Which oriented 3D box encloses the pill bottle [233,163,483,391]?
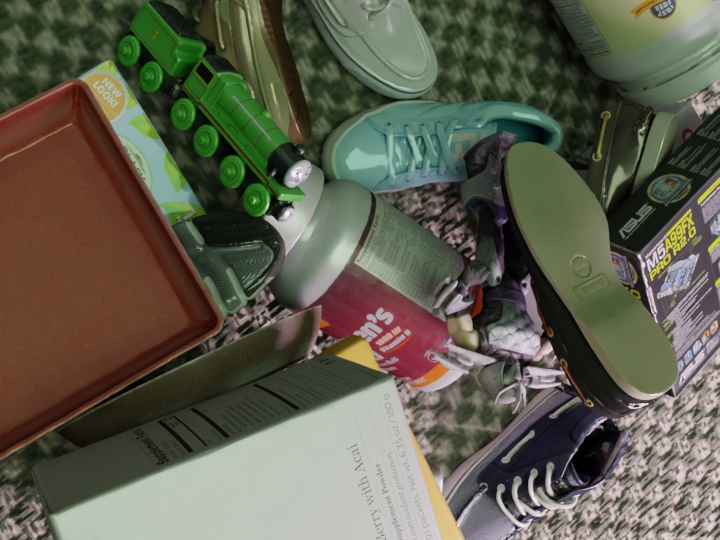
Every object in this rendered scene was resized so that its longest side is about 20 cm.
[{"bbox_3d":[0.000,0.000,0.925,0.199,0.109,0.110,33,82,-20],"label":"pill bottle"}]

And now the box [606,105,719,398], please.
[{"bbox_3d":[0.270,-0.025,0.933,0.200,0.044,0.161,-44,132,-20],"label":"box"}]

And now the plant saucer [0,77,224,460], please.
[{"bbox_3d":[-0.220,0.005,0.787,0.199,0.037,0.201,-30,81,-12],"label":"plant saucer"}]

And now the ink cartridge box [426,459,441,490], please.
[{"bbox_3d":[-0.058,0.176,0.888,0.199,0.145,0.084,1,93,-22],"label":"ink cartridge box"}]

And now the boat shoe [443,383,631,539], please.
[{"bbox_3d":[0.136,0.178,1.002,0.075,0.093,0.200,45,78,-18],"label":"boat shoe"}]

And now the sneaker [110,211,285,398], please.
[{"bbox_3d":[-0.139,0.031,0.870,0.199,0.116,0.075,-29,75,-2],"label":"sneaker"}]

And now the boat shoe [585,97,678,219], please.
[{"bbox_3d":[0.184,-0.031,0.933,0.059,0.072,0.201,21,101,20],"label":"boat shoe"}]

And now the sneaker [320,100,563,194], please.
[{"bbox_3d":[0.069,-0.103,0.959,0.199,0.082,0.075,-13,98,-20],"label":"sneaker"}]

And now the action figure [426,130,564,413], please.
[{"bbox_3d":[0.105,0.007,0.885,0.130,0.069,0.201,21,59,-39],"label":"action figure"}]

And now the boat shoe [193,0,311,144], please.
[{"bbox_3d":[-0.093,-0.183,0.892,0.064,0.071,0.202,-16,82,14],"label":"boat shoe"}]

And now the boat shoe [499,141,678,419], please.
[{"bbox_3d":[0.144,0.006,0.838,0.073,0.063,0.202,-16,71,-29],"label":"boat shoe"}]

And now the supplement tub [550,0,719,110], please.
[{"bbox_3d":[0.221,-0.245,0.975,0.145,0.145,0.201,-40,107,-14],"label":"supplement tub"}]

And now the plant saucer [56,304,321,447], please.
[{"bbox_3d":[-0.111,0.080,0.838,0.199,0.200,0.032,-26,87,-18],"label":"plant saucer"}]

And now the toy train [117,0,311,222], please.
[{"bbox_3d":[-0.102,-0.115,0.852,0.057,0.200,0.042,-52,155,22],"label":"toy train"}]

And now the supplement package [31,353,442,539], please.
[{"bbox_3d":[-0.072,0.143,0.701,0.199,0.120,0.122,-21,100,-18],"label":"supplement package"}]

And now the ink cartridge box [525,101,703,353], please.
[{"bbox_3d":[0.226,-0.026,1.026,0.200,0.084,0.145,-41,106,-14],"label":"ink cartridge box"}]

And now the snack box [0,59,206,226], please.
[{"bbox_3d":[-0.227,-0.037,0.861,0.199,0.053,0.143,-35,107,-15],"label":"snack box"}]

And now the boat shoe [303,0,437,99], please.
[{"bbox_3d":[-0.004,-0.214,0.928,0.200,0.065,0.074,45,74,-18],"label":"boat shoe"}]

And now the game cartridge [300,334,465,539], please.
[{"bbox_3d":[-0.030,0.171,0.798,0.176,0.032,0.201,-29,101,-17],"label":"game cartridge"}]
